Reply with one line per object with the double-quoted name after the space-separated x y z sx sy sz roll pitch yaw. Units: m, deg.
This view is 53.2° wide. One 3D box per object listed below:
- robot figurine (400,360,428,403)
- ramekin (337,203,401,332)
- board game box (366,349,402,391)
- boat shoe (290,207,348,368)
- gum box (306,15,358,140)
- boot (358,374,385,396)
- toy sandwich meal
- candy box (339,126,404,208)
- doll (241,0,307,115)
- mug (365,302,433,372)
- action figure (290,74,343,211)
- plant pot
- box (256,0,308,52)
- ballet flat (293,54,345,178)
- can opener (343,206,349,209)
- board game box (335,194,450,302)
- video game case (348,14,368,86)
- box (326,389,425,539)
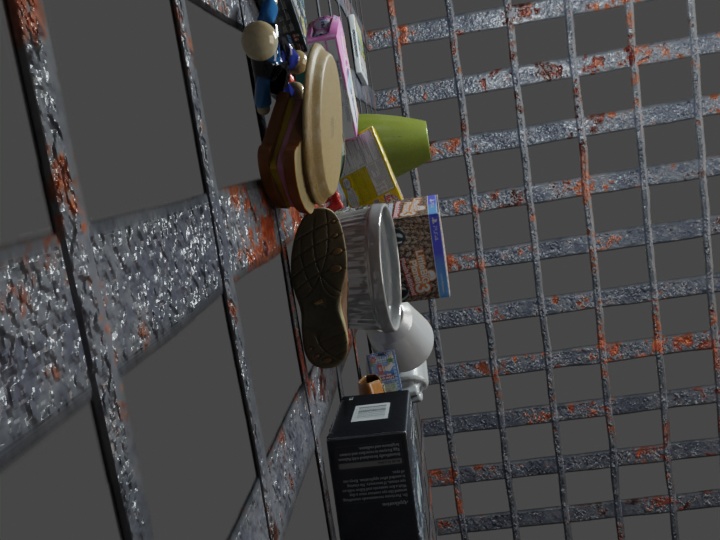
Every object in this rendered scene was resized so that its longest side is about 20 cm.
0.126 0.260 1.966 0.170 0.111 0.203 66 17 -55 "robot figurine"
0.000 0.000 1.145 0.200 0.103 0.204 -6 90 -79 "ramekin"
0.059 0.298 1.459 0.201 0.060 0.203 89 -10 -59 "board game box"
-0.050 0.019 0.922 0.068 0.071 0.204 -92 179 -78 "boat shoe"
-0.053 -0.353 1.315 0.114 0.065 0.203 -87 167 -55 "gum box"
0.026 0.276 1.271 0.200 0.072 0.158 -143 -134 -82 "boot"
-0.067 -0.165 0.855 0.205 0.069 0.210 1 90 -83 "toy sandwich meal"
0.018 -0.156 1.350 0.203 0.101 0.026 68 15 6 "candy box"
-0.102 -0.249 0.833 0.200 0.047 0.139 -38 132 -83 "doll"
0.063 0.127 1.633 0.151 0.184 0.154 -61 151 -16 "mug"
-0.074 -0.180 1.012 0.066 0.051 0.203 -97 172 -63 "action figure"
0.070 -0.303 1.764 0.187 0.196 0.191 -8 90 -83 "plant pot"
-0.114 -0.409 0.938 0.200 0.045 0.162 65 18 -69 "box"
-0.063 -0.228 1.100 0.064 0.066 0.203 -101 -179 -68 "ballet flat"
-0.010 -0.083 1.441 0.201 0.052 0.068 -83 164 -64 "can opener"
0.053 -0.032 1.288 0.097 0.196 0.162 -81 161 -65 "board game box"
-0.007 -0.718 2.358 0.200 0.022 0.186 -20 102 -83 "video game case"
0.029 0.304 1.056 0.197 0.115 0.204 -53 136 -81 "box"
